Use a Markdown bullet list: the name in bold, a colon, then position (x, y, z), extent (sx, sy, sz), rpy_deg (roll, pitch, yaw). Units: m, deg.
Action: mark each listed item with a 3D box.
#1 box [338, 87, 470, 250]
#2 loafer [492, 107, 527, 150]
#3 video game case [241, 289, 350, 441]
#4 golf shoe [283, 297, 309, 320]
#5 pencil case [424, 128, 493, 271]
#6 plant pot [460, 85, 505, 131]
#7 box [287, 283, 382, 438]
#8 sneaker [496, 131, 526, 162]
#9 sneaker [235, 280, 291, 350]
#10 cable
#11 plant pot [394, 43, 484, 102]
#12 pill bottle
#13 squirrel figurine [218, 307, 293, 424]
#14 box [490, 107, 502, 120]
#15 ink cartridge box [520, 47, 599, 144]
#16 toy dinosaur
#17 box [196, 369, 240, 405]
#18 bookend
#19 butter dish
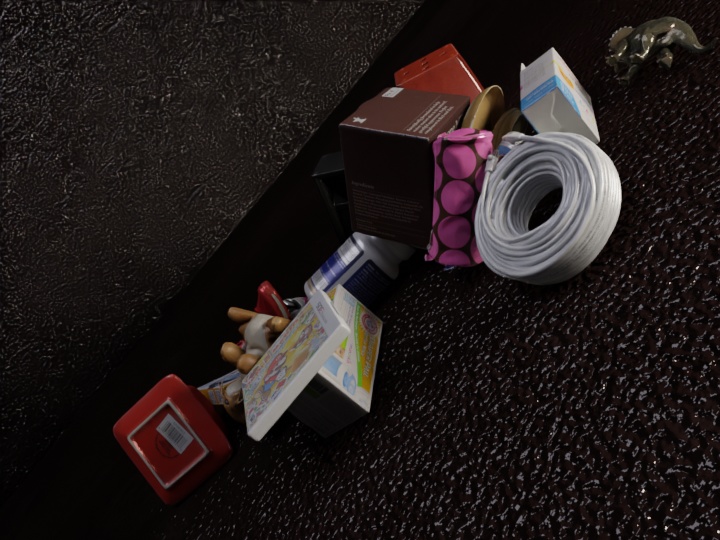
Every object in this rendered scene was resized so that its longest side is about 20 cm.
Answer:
- **box**: position (0.080, -0.172, 1.030), extent (0.162, 0.203, 0.166), rpy_deg (16, 43, 28)
- **loafer**: position (0.245, -0.179, 1.022), extent (0.067, 0.076, 0.203), rpy_deg (14, 69, 28)
- **video game case**: position (-0.103, 0.131, 0.919), extent (0.201, 0.023, 0.182), rpy_deg (-50, 19, 2)
- **golf shoe**: position (-0.133, 0.083, 1.302), extent (0.073, 0.092, 0.200), rpy_deg (-50, 18, -3)
- **pencil case**: position (0.145, -0.106, 0.913), extent (0.092, 0.204, 0.091), rpy_deg (4, 17, 12)
- **plant pot**: position (0.195, -0.202, 1.021), extent (0.027, 0.202, 0.202), rpy_deg (15, 56, 24)
- **box**: position (-0.044, 0.138, 0.979), extent (0.101, 0.112, 0.201), rpy_deg (-36, 24, 31)
- **sneaker**: position (0.275, -0.150, 0.896), extent (0.199, 0.071, 0.074), rpy_deg (32, 103, 53)
- **sneaker**: position (-0.193, 0.119, 1.189), extent (0.114, 0.202, 0.078), rpy_deg (-28, 44, -19)
- **cable**: position (0.233, -0.079, 0.794), extent (0.199, 0.069, 0.203), rpy_deg (13, 81, 56)
- **plant pot**: position (0.165, -0.346, 1.276), extent (0.197, 0.178, 0.201), rpy_deg (-24, 25, 14)
- **pill bottle**: position (0.000, 0.000, 1.141), extent (0.200, 0.116, 0.116), rpy_deg (-44, 20, 9)
- **squirrel figurine**: position (-0.160, 0.180, 1.098), extent (0.140, 0.199, 0.190), rpy_deg (8, 81, 33)
- **box**: position (0.192, -0.223, 1.153), extent (0.199, 0.117, 0.049), rpy_deg (-39, 59, 21)
- **ink cartridge box**: position (0.316, -0.275, 0.992), extent (0.067, 0.115, 0.201), rpy_deg (-33, 25, 33)
- **toy dinosaur**: position (0.435, -0.343, 0.929), extent (0.103, 0.076, 0.199), rpy_deg (-60, 19, -14)
- **box**: position (-0.267, 0.240, 1.291), extent (0.118, 0.042, 0.199), rpy_deg (-23, 4, -36)
- **bookend**: position (0.026, -0.161, 1.338), extent (0.195, 0.202, 0.093), rpy_deg (-8, 35, 21)
- **butter dish**: position (-0.351, 0.320, 1.236), extent (0.199, 0.201, 0.148), rpy_deg (-41, -3, 15)
